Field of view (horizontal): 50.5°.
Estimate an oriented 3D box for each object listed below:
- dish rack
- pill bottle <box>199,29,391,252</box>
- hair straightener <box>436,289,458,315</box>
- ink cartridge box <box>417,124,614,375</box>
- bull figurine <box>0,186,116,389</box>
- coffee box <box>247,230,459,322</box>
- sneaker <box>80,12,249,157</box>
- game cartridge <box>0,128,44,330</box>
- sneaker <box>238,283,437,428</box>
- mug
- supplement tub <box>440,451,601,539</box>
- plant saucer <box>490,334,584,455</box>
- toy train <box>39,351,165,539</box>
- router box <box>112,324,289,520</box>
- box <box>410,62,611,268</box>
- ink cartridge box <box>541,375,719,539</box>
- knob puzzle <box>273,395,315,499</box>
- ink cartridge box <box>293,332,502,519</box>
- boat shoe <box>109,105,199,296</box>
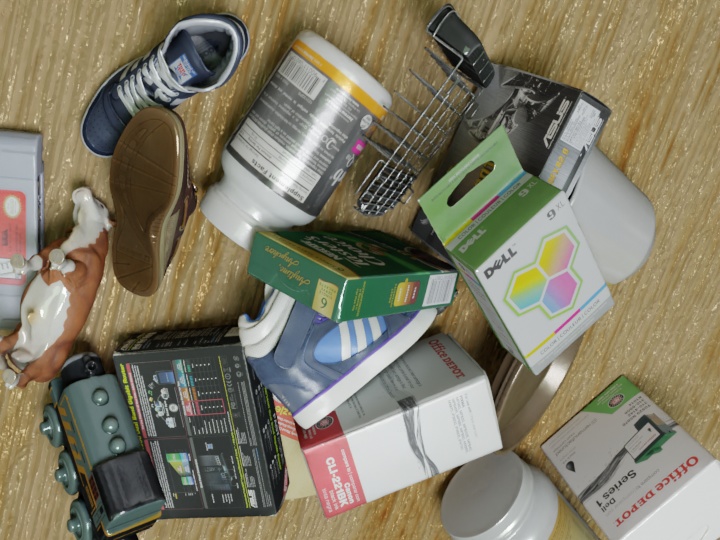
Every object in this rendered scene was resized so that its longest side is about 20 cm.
[{"bbox_3d":[0.056,-0.143,0.749,0.054,0.153,0.202,39,102,13],"label":"dish rack"},{"bbox_3d":[-0.066,-0.120,0.752,0.115,0.117,0.202,33,99,-18],"label":"pill bottle"},{"bbox_3d":[0.015,0.038,0.841,0.195,0.041,0.079,-15,93,-12],"label":"hair straightener"},{"bbox_3d":[0.143,-0.013,0.678,0.103,0.059,0.201,-39,124,-6],"label":"ink cartridge box"},{"bbox_3d":[-0.294,0.019,0.737,0.064,0.121,0.205,20,93,6],"label":"bull figurine"},{"bbox_3d":[0.000,0.000,0.744,0.198,0.121,0.045,-3,115,-51],"label":"coffee box"},{"bbox_3d":[-0.188,-0.173,0.716,0.198,0.109,0.071,-37,109,2],"label":"sneaker"},{"bbox_3d":[-0.384,-0.039,0.760,0.129,0.041,0.206,4,106,-8],"label":"game cartridge"},{"bbox_3d":[-0.028,0.044,0.773,0.199,0.081,0.148,-36,87,-26],"label":"sneaker"},{"bbox_3d":[0.226,-0.053,0.835,0.151,0.185,0.153,24,67,-25],"label":"mug"},{"bbox_3d":[0.200,0.328,0.922,0.144,0.145,0.201,-40,109,4],"label":"supplement tub"},{"bbox_3d":[0.196,0.114,0.860,0.199,0.029,0.203,-39,146,-33],"label":"plant saucer"},{"bbox_3d":[-0.262,0.183,0.774,0.084,0.203,0.114,-8,151,-39],"label":"toy train"},{"bbox_3d":[-0.167,0.164,0.821,0.145,0.062,0.206,-5,106,11],"label":"router box"},{"bbox_3d":[0.144,-0.095,0.773,0.047,0.158,0.204,18,104,-32],"label":"box"},{"bbox_3d":[0.321,0.236,0.887,0.146,0.200,0.085,-41,110,4],"label":"ink cartridge box"},{"bbox_3d":[-0.051,0.168,0.883,0.213,0.030,0.226,-3,103,-12],"label":"knob puzzle"},{"bbox_3d":[0.032,0.155,0.806,0.195,0.144,0.086,-21,107,-6],"label":"ink cartridge box"},{"bbox_3d":[-0.196,-0.072,0.745,0.071,0.072,0.204,21,124,10],"label":"boat shoe"}]
